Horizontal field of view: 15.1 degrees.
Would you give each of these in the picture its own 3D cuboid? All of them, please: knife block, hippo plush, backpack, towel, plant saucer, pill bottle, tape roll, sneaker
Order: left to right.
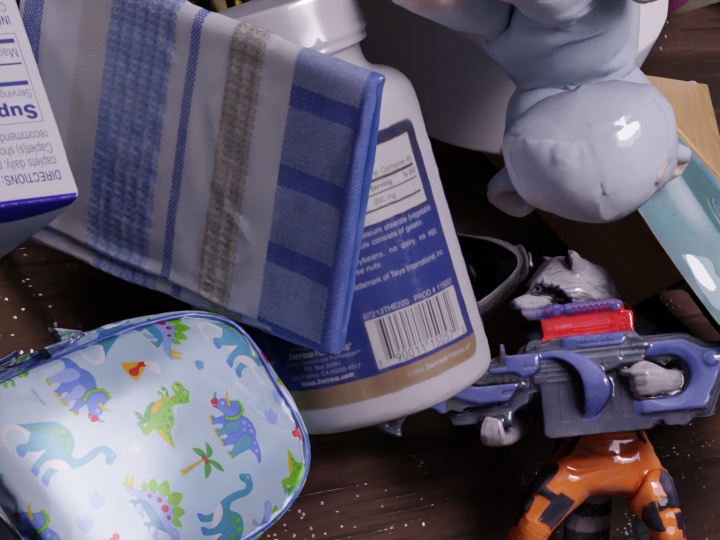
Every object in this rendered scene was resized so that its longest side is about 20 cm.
[{"bbox_3d":[-0.120,0.099,1.237,0.200,0.154,0.163,-20,75,-54],"label":"backpack"},{"bbox_3d":[-0.081,-0.054,1.246,0.200,0.147,0.024,21,28,26],"label":"towel"},{"bbox_3d":[-0.016,-0.032,1.294,0.111,0.111,0.200,-26,104,-42],"label":"pill bottle"},{"bbox_3d":[0.000,0.000,1.401,0.200,0.082,0.075,-7,73,-39],"label":"sneaker"},{"bbox_3d":[0.063,-0.154,1.468,0.202,0.071,0.203,17,40,-15],"label":"tape roll"},{"bbox_3d":[0.081,-0.103,1.306,0.159,0.200,0.161,-5,103,-3],"label":"hippo plush"},{"bbox_3d":[0.160,-0.022,1.548,0.200,0.064,0.176,6,65,-36],"label":"knife block"},{"bbox_3d":[0.195,-0.006,1.433,0.200,0.027,0.200,50,13,-17],"label":"plant saucer"}]

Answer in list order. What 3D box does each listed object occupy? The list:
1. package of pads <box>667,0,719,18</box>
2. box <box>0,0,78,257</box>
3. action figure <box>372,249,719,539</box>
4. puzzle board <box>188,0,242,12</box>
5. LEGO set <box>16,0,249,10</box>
[{"bbox_3d":[0.162,-0.224,1.566,0.068,0.200,0.155,-36,94,-7],"label":"package of pads"},{"bbox_3d":[-0.254,-0.095,1.237,0.184,0.105,0.200,-9,74,-40],"label":"box"},{"bbox_3d":[0.094,0.085,1.405,0.200,0.105,0.194,2,93,6],"label":"action figure"},{"bbox_3d":[-0.084,-0.150,1.455,0.200,0.017,0.151,31,52,-23],"label":"puzzle board"},{"bbox_3d":[-0.084,-0.115,1.347,0.200,0.116,0.154,-8,83,-33],"label":"LEGO set"}]
